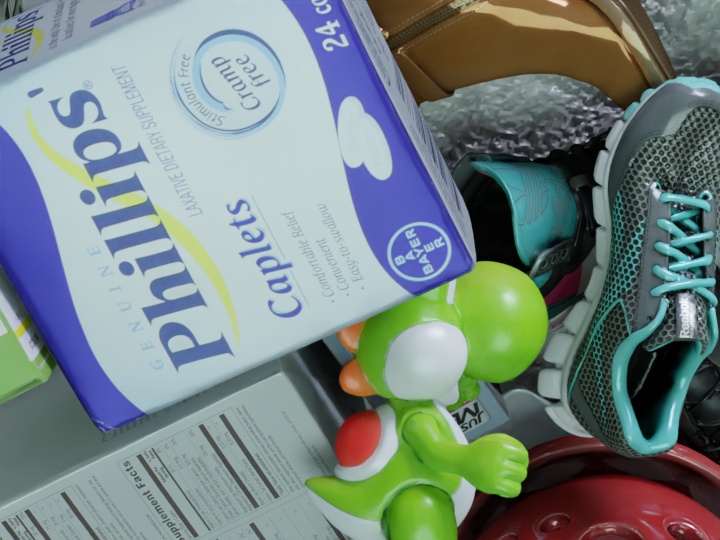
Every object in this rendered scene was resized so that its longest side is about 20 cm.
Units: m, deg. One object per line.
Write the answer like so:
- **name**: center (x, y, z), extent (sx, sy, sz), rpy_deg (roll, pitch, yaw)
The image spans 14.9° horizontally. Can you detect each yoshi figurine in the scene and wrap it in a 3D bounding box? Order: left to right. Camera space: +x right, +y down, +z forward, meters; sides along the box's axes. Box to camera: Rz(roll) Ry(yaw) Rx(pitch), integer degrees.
- **yoshi figurine**: center (0.049, 0.078, 1.384), extent (0.112, 0.112, 0.200), rpy_deg (8, 99, 30)

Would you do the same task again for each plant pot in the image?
- **plant pot**: center (0.131, 0.202, 1.473), extent (0.200, 0.183, 0.200), rpy_deg (1, 125, 2)

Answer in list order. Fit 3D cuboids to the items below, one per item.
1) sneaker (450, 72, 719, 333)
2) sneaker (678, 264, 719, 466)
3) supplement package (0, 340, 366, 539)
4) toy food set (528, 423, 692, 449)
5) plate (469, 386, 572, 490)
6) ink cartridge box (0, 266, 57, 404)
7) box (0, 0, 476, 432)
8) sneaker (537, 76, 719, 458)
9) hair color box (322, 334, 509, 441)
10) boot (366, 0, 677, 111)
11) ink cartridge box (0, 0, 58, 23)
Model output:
- **sneaker**: center (0.113, -0.041, 1.440), extent (0.200, 0.084, 0.121), rpy_deg (-41, 154, 19)
- **sneaker**: center (0.191, 0.059, 1.508), extent (0.076, 0.091, 0.200), rpy_deg (-33, 145, 13)
- **supplement package**: center (-0.107, 0.100, 1.473), extent (0.200, 0.152, 0.151), rpy_deg (-26, 126, 8)
- **toy food set**: center (0.128, 0.170, 1.627), extent (0.143, 0.060, 0.200), rpy_deg (10, 123, -18)
- **plate**: center (0.101, 0.170, 1.583), extent (0.200, 0.032, 0.200), rpy_deg (35, 118, -18)
- **ink cartridge box**: center (-0.220, -0.033, 1.317), extent (0.076, 0.148, 0.200), rpy_deg (-27, 100, 7)
- **box**: center (-0.074, -0.051, 1.294), extent (0.200, 0.105, 0.184), rpy_deg (-24, 112, 8)
- **sneaker**: center (0.155, 0.005, 1.376), extent (0.078, 0.091, 0.200), rpy_deg (5, 109, -22)
- **hair color box**: center (0.000, 0.000, 1.454), extent (0.061, 0.099, 0.200), rpy_deg (-29, 126, 9)
- **boot**: center (0.057, -0.113, 1.401), extent (0.155, 0.074, 0.200), rpy_deg (-39, 109, 18)
- **ink cartridge box**: center (-0.115, -0.123, 1.363), extent (0.116, 0.067, 0.200), rpy_deg (6, 124, -16)
